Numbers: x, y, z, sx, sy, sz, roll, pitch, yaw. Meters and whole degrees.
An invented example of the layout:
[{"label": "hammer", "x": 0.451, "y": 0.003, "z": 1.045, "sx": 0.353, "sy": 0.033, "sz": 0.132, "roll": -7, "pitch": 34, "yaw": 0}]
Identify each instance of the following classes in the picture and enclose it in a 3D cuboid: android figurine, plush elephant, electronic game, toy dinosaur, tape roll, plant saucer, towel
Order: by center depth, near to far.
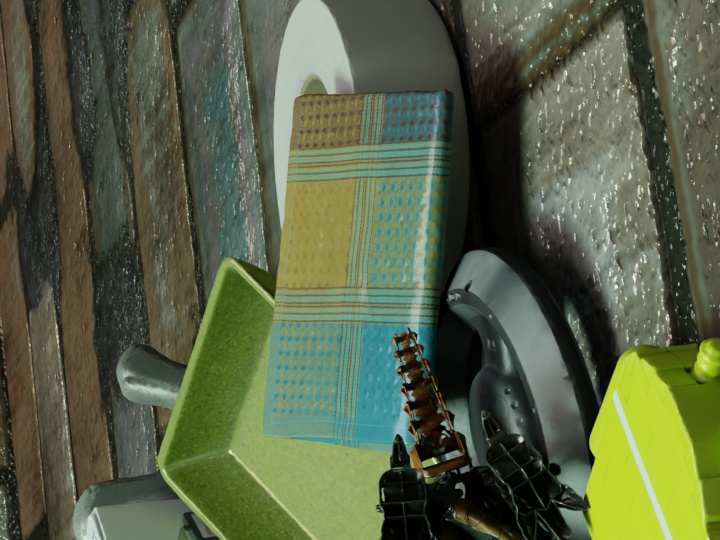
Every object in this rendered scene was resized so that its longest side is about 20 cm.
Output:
[{"label": "android figurine", "x": 0.145, "y": 0.116, "z": 1.085, "sx": 0.201, "sy": 0.041, "sz": 0.183, "roll": 100, "pitch": 160, "yaw": -45}, {"label": "toy dinosaur", "x": 0.049, "y": 0.132, "z": 1.214, "sx": 0.200, "sy": 0.102, "sz": 0.136, "roll": 50, "pitch": 172, "yaw": 14}, {"label": "electronic game", "x": 0.085, "y": 0.086, "z": 1.276, "sx": 0.200, "sy": 0.041, "sz": 0.201, "roll": 168, "pitch": 90, "yaw": -72}, {"label": "towel", "x": 0.000, "y": 0.000, "z": 1.339, "sx": 0.146, "sy": 0.022, "sz": 0.201, "roll": 4, "pitch": 88, "yaw": 53}, {"label": "plant saucer", "x": -0.027, "y": 0.114, "z": 1.465, "sx": 0.200, "sy": 0.048, "sz": 0.200, "roll": 44, "pitch": 135, "yaw": 24}, {"label": "tape roll", "x": 0.004, "y": -0.070, "z": 1.470, "sx": 0.202, "sy": 0.070, "sz": 0.204, "roll": 176, "pitch": 90, "yaw": -73}, {"label": "plush elephant", "x": -0.085, "y": 0.155, "z": 1.691, "sx": 0.155, "sy": 0.199, "sz": 0.165, "roll": 76, "pitch": -166, "yaw": -50}]

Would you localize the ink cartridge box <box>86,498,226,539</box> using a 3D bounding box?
[{"label": "ink cartridge box", "x": -0.081, "y": 0.228, "z": 1.590, "sx": 0.084, "sy": 0.199, "sz": 0.147, "roll": -117, "pitch": 28, "yaw": -51}]
